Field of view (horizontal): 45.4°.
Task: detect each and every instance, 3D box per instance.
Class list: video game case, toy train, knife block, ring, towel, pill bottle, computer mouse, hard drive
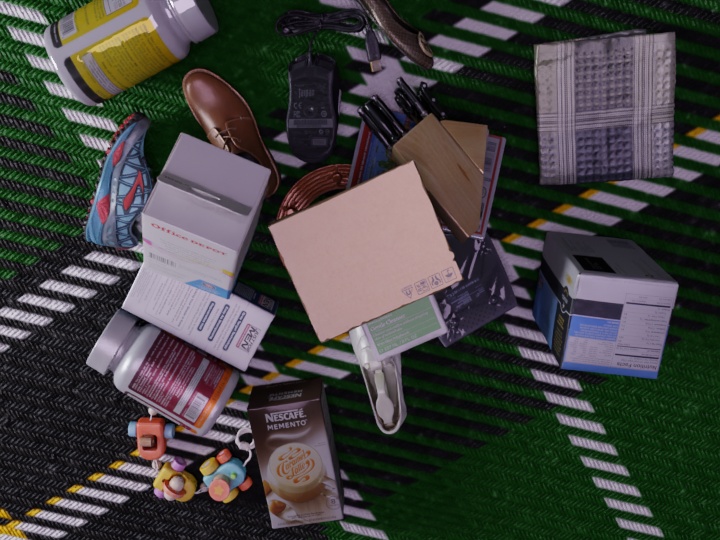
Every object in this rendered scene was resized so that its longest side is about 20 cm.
[{"bbox_3d":[0.087,-0.133,1.170,0.198,0.017,0.145,14,85,0],"label":"video game case"},{"bbox_3d":[-0.260,0.292,1.315,0.197,0.056,0.152,6,107,0],"label":"toy train"},{"bbox_3d":[0.075,-0.146,1.131,0.173,0.064,0.203,5,85,0],"label":"knife block"},{"bbox_3d":[-0.024,-0.051,1.228,0.198,0.019,0.203,0,106,0],"label":"ring"},{"bbox_3d":[0.332,-0.220,1.169,0.190,0.035,0.202,-4,109,5],"label":"towel"},{"bbox_3d":[-0.284,0.145,1.243,0.199,0.110,0.110,32,105,-8],"label":"pill bottle"},{"bbox_3d":[-0.035,-0.249,1.152,0.139,0.046,0.203,-4,97,15],"label":"computer mouse"},{"bbox_3d":[0.123,-0.010,1.212,0.134,0.042,0.201,-29,101,-3],"label":"hard drive"},{"bbox_3d":[-0.291,-0.305,1.107,0.198,0.114,0.115,-25,105,8],"label":"pill bottle"}]

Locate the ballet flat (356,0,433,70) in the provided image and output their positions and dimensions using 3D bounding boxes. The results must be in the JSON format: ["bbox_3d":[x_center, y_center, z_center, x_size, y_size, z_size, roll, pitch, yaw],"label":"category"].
[{"bbox_3d":[0.031,-0.343,1.117,0.046,0.067,0.200,-42,96,16],"label":"ballet flat"}]

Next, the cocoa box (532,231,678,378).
[{"bbox_3d":[0.319,0.041,1.154,0.132,0.200,0.133,6,107,-1],"label":"cocoa box"}]

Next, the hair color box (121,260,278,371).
[{"bbox_3d":[-0.228,0.050,1.239,0.199,0.061,0.101,29,105,-7],"label":"hair color box"}]

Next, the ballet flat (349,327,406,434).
[{"bbox_3d":[0.030,0.149,1.262,0.069,0.070,0.202,-12,106,5],"label":"ballet flat"}]

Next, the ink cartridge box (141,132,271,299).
[{"bbox_3d":[-0.200,-0.070,1.115,0.127,0.200,0.126,21,65,-5],"label":"ink cartridge box"}]

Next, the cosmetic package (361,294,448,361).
[{"bbox_3d":[0.028,0.001,1.126,0.107,0.085,0.202,-24,100,3],"label":"cosmetic package"}]

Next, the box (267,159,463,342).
[{"bbox_3d":[0.007,-0.023,1.068,0.198,0.021,0.165,-24,99,4],"label":"box"}]

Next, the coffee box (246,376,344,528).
[{"bbox_3d":[-0.095,0.273,1.293,0.113,0.080,0.202,-10,106,4],"label":"coffee box"}]

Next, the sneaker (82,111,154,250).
[{"bbox_3d":[-0.313,-0.121,1.192,0.095,0.080,0.201,18,115,-14],"label":"sneaker"}]

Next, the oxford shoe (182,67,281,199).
[{"bbox_3d":[-0.174,-0.185,1.164,0.071,0.071,0.201,-32,102,12],"label":"oxford shoe"}]
